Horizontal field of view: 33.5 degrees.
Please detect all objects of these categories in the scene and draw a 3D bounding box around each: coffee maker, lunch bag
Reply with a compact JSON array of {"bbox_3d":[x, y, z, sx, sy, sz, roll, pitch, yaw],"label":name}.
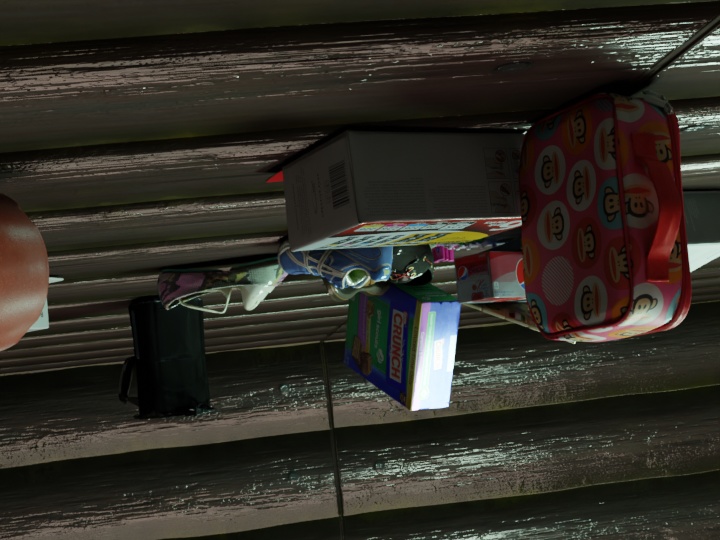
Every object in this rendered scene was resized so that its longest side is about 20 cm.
[{"bbox_3d":[-0.309,0.145,2.007,0.192,0.201,0.135,-9,175,36],"label":"coffee maker"},{"bbox_3d":[0.206,-0.045,0.991,0.082,0.201,0.176,1,171,-22],"label":"lunch bag"}]

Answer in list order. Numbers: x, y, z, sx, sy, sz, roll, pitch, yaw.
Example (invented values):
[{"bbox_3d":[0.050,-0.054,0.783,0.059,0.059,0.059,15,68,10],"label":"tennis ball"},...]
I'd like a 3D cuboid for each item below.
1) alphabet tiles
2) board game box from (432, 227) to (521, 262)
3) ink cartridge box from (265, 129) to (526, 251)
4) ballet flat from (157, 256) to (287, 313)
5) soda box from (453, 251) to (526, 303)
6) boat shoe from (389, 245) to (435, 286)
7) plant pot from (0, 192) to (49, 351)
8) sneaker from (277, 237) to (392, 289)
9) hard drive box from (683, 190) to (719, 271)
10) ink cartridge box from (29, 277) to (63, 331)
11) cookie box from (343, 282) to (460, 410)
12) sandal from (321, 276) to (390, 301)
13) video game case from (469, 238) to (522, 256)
[{"bbox_3d":[0.220,0.035,1.689,0.167,0.008,0.200,19,-159,0],"label":"alphabet tiles"},{"bbox_3d":[0.212,-0.044,1.687,0.199,0.026,0.200,-6,173,-9],"label":"board game box"},{"bbox_3d":[0.037,-0.068,1.107,0.199,0.084,0.175,-3,172,-29],"label":"ink cartridge box"},{"bbox_3d":[-0.185,0.024,1.682,0.199,0.071,0.069,-7,172,1],"label":"ballet flat"},{"bbox_3d":[0.222,0.009,1.621,0.200,0.064,0.070,-1,172,-40],"label":"soda box"},{"bbox_3d":[0.064,-0.015,1.649,0.073,0.063,0.201,-6,172,12],"label":"boat shoe"},{"bbox_3d":[-0.368,0.006,0.968,0.200,0.201,0.195,-9,-179,19],"label":"plant pot"},{"bbox_3d":[-0.036,-0.013,1.506,0.076,0.077,0.200,-3,174,-40],"label":"sneaker"},{"bbox_3d":[0.366,-0.038,1.560,0.199,0.077,0.156,-2,160,-27],"label":"hard drive box"},{"bbox_3d":[-0.513,0.054,1.641,0.200,0.067,0.116,-11,171,32],"label":"ink cartridge box"},{"bbox_3d":[0.059,0.094,1.794,0.075,0.172,0.200,-5,-161,-31],"label":"cookie box"},{"bbox_3d":[0.000,0.000,1.657,0.055,0.082,0.200,-28,163,24],"label":"sandal"},{"bbox_3d":[0.272,-0.028,1.692,0.199,0.019,0.143,-2,171,-25],"label":"video game case"}]
